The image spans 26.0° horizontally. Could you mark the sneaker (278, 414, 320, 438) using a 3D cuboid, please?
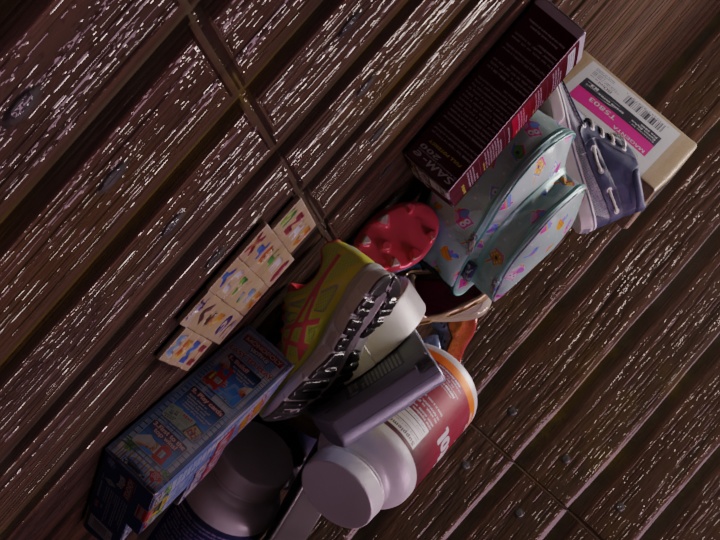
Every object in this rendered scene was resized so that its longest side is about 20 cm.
[{"bbox_3d":[-0.051,0.120,1.720,0.109,0.070,0.200,-46,-167,-12],"label":"sneaker"}]

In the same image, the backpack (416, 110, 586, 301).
[{"bbox_3d":[0.149,-0.080,1.665,0.176,0.153,0.201,-39,154,-36],"label":"backpack"}]

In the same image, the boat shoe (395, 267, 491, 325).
[{"bbox_3d":[0.054,0.028,1.731,0.199,0.074,0.069,-12,160,-12],"label":"boat shoe"}]

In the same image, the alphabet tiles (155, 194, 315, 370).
[{"bbox_3d":[-0.097,0.014,1.260,0.167,0.006,0.200,-49,173,-3],"label":"alphabet tiles"}]

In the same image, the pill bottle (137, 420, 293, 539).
[{"bbox_3d":[-0.158,0.262,1.737,0.200,0.120,0.120,-54,171,36],"label":"pill bottle"}]

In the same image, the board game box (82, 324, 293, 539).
[{"bbox_3d":[-0.154,0.151,1.419,0.200,0.062,0.200,-44,171,-30],"label":"board game box"}]

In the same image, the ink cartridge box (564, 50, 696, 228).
[{"bbox_3d":[0.304,-0.168,1.960,0.165,0.200,0.075,-41,169,-51],"label":"ink cartridge box"}]

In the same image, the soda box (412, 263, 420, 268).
[{"bbox_3d":[0.123,-0.057,1.972,0.200,0.068,0.064,-47,172,-13],"label":"soda box"}]

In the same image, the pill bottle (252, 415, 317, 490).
[{"bbox_3d":[-0.079,0.192,1.876,0.200,0.112,0.112,-45,172,-31],"label":"pill bottle"}]

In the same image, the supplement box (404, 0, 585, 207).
[{"bbox_3d":[0.131,-0.160,1.509,0.200,0.061,0.109,-50,172,-1],"label":"supplement box"}]

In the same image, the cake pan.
[{"bbox_3d":[-0.047,0.229,1.716,0.201,0.037,0.200,-60,180,1],"label":"cake pan"}]

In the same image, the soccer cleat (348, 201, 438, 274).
[{"bbox_3d":[0.000,0.000,1.587,0.200,0.067,0.076,-45,-173,-27],"label":"soccer cleat"}]

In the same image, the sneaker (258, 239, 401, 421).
[{"bbox_3d":[-0.044,0.056,1.461,0.078,0.090,0.200,0,131,-57],"label":"sneaker"}]

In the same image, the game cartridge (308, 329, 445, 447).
[{"bbox_3d":[0.010,0.111,1.531,0.133,0.041,0.200,-30,-169,1],"label":"game cartridge"}]

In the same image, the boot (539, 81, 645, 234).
[{"bbox_3d":[0.270,-0.150,1.842,0.090,0.201,0.073,-19,-166,-8],"label":"boot"}]

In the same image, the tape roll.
[{"bbox_3d":[-0.025,0.076,1.596,0.202,0.037,0.203,-31,-168,7],"label":"tape roll"}]

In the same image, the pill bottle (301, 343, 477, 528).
[{"bbox_3d":[0.028,0.171,1.606,0.200,0.113,0.113,-43,171,-42],"label":"pill bottle"}]

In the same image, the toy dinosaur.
[{"bbox_3d":[0.090,0.084,1.775,0.199,0.182,0.105,-29,142,27],"label":"toy dinosaur"}]
